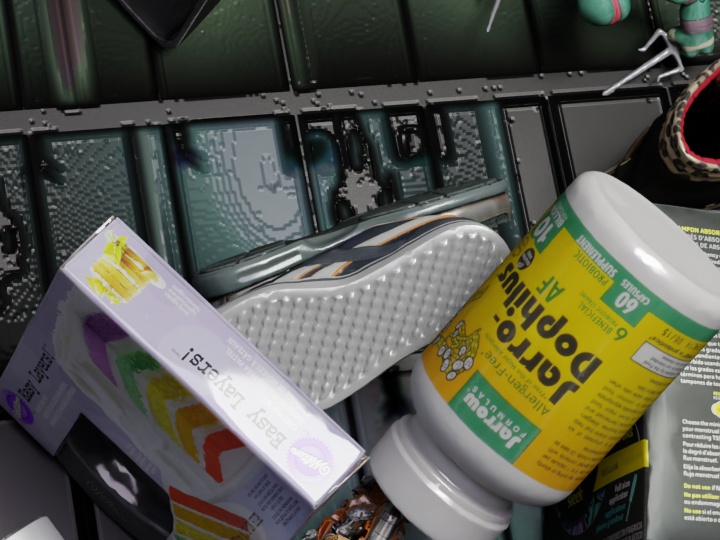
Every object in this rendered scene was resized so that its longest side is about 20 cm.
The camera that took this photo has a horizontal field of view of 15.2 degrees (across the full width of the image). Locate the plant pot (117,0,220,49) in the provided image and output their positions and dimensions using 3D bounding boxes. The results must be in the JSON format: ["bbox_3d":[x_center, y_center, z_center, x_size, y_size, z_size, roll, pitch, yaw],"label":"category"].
[{"bbox_3d":[-0.091,-0.290,1.595,0.200,0.200,0.177,47,55,3],"label":"plant pot"}]

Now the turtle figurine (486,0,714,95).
[{"bbox_3d":[0.173,-0.197,1.691,0.150,0.101,0.200,39,60,-1],"label":"turtle figurine"}]

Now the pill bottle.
[{"bbox_3d":[0.098,0.054,1.455,0.113,0.113,0.200,41,106,0],"label":"pill bottle"}]

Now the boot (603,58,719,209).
[{"bbox_3d":[0.229,-0.091,1.637,0.200,0.151,0.073,-32,83,-23],"label":"boot"}]

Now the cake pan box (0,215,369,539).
[{"bbox_3d":[-0.104,0.082,1.452,0.184,0.200,0.052,45,61,2],"label":"cake pan box"}]

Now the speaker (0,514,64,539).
[{"bbox_3d":[-0.143,0.235,1.453,0.081,0.081,0.200,-35,84,-24],"label":"speaker"}]

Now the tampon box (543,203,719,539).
[{"bbox_3d":[0.188,0.081,1.566,0.126,0.150,0.201,7,70,-17],"label":"tampon box"}]

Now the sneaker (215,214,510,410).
[{"bbox_3d":[-0.012,0.028,1.519,0.199,0.079,0.079,-21,101,-7],"label":"sneaker"}]

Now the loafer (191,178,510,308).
[{"bbox_3d":[0.000,0.000,1.592,0.199,0.072,0.063,-18,96,-15],"label":"loafer"}]

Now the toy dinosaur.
[{"bbox_3d":[-0.018,0.181,1.474,0.102,0.136,0.200,38,22,15],"label":"toy dinosaur"}]
